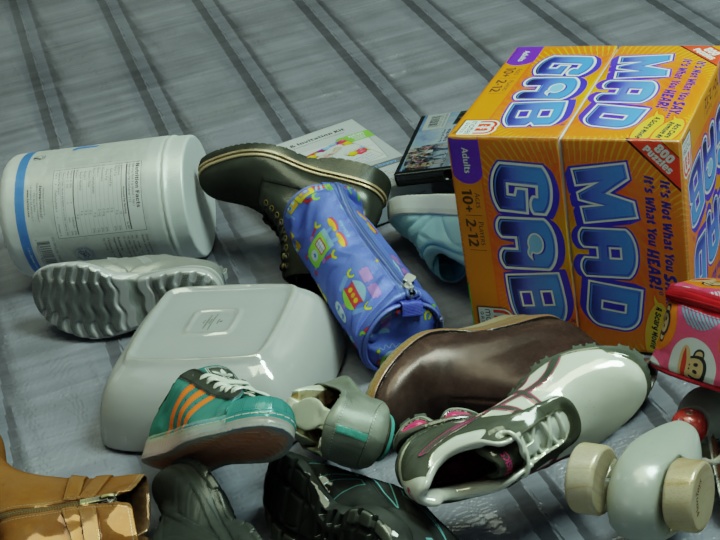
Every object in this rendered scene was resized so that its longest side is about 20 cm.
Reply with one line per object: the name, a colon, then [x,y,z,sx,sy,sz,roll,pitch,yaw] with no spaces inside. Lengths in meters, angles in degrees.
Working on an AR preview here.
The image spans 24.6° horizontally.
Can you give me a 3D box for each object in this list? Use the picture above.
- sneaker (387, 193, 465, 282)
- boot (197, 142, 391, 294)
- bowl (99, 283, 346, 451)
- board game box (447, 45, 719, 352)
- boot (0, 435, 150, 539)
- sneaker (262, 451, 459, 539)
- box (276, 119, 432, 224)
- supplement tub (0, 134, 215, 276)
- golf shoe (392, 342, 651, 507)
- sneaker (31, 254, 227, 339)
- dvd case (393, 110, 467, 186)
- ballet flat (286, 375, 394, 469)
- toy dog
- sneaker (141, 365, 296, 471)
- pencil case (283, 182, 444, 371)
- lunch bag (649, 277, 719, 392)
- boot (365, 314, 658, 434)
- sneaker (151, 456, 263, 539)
sneaker: [0.072,-0.030,1.583,0.073,0.083,0.200,4,-1,-15]
boot: [-0.082,-0.046,1.617,0.198,0.078,0.139,5,58,20]
bowl: [-0.123,0.075,1.451,0.198,0.075,0.200,-1,27,17]
board game box: [0.212,-0.068,1.454,0.198,0.201,0.200,3,30,24]
boot: [-0.242,0.176,1.281,0.154,0.077,0.201,-18,33,2]
sneaker: [-0.004,0.187,1.217,0.079,0.076,0.200,2,13,-35]
box: [-0.033,-0.095,1.774,0.155,0.041,0.200,-20,28,-17]
supplement tub: [-0.260,-0.066,1.706,0.198,0.133,0.132,-6,28,9]
golf shoe: [0.121,0.120,1.177,0.199,0.078,0.088,-24,15,3]
sneaker: [-0.222,0.022,1.610,0.198,0.075,0.082,2,15,11]
dvd case: [0.143,-0.135,1.705,0.198,0.018,0.143,-5,29,19]
ballet flat: [-0.028,0.112,1.278,0.063,0.068,0.200,16,-4,-14]
toy dog: [0.225,0.155,1.178,0.199,0.097,0.131,-13,20,-38]
sneaker: [-0.111,0.107,1.280,0.071,0.081,0.199,20,-21,-29]
pencil case: [0.000,0.000,1.481,0.078,0.087,0.200,3,37,-34]
lunch bag: [0.332,0.065,1.217,0.199,0.083,0.176,6,9,-41]
boot: [0.119,0.092,1.324,0.199,0.073,0.166,-26,29,-34]
sneaker: [-0.125,0.205,1.211,0.090,0.076,0.200,-30,27,-13]
